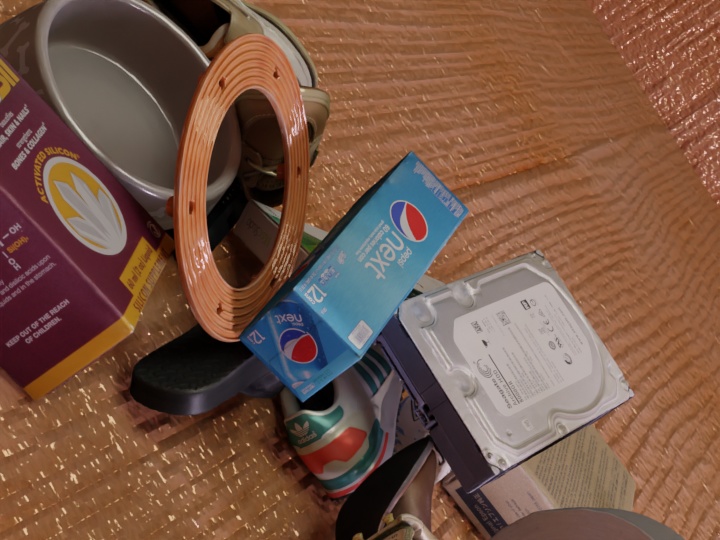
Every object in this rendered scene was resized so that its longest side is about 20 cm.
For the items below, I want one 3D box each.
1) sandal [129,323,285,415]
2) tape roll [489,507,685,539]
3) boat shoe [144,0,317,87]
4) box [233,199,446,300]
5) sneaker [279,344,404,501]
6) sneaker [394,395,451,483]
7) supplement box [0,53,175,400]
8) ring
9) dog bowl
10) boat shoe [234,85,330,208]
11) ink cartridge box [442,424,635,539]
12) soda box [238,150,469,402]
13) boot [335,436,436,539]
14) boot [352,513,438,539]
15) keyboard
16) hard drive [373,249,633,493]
[{"bbox_3d":[-0.086,0.064,1.046,0.075,0.048,0.200,21,25,28],"label":"sandal"},{"bbox_3d":[0.160,0.268,1.081,0.066,0.200,0.201,15,46,-57],"label":"tape roll"},{"bbox_3d":[-0.122,-0.203,1.325,0.200,0.075,0.069,40,32,-19],"label":"boat shoe"},{"bbox_3d":[0.011,0.014,1.199,0.199,0.036,0.144,22,10,-29],"label":"box"},{"bbox_3d":[-0.019,0.074,1.148,0.093,0.070,0.200,51,25,-27],"label":"sneaker"},{"bbox_3d":[0.055,0.132,1.221,0.072,0.072,0.200,56,24,-4],"label":"sneaker"},{"bbox_3d":[-0.212,-0.041,0.892,0.200,0.086,0.110,49,23,-17],"label":"supplement box"},{"bbox_3d":[-0.079,-0.054,1.005,0.200,0.019,0.202,5,90,-70],"label":"ring"},{"bbox_3d":[-0.166,-0.110,1.069,0.200,0.059,0.201,31,41,-32],"label":"dog bowl"},{"bbox_3d":[-0.061,-0.092,1.167,0.200,0.071,0.065,112,-18,-79],"label":"boat shoe"},{"bbox_3d":[0.162,0.188,1.358,0.165,0.075,0.200,52,24,-7],"label":"ink cartridge box"},{"bbox_3d":[0.000,0.000,1.059,0.064,0.068,0.200,46,39,-5],"label":"soda box"},{"bbox_3d":[0.063,0.236,1.037,0.200,0.064,0.187,48,40,-13],"label":"boot"},{"bbox_3d":[-0.036,0.185,0.853,0.200,0.154,0.072,35,30,-42],"label":"boot"},{"bbox_3d":[-0.121,-0.081,1.195,0.104,0.040,0.200,52,22,-11],"label":"keyboard"},{"bbox_3d":[0.108,0.067,1.132,0.200,0.038,0.140,-18,72,-48],"label":"hard drive"}]
